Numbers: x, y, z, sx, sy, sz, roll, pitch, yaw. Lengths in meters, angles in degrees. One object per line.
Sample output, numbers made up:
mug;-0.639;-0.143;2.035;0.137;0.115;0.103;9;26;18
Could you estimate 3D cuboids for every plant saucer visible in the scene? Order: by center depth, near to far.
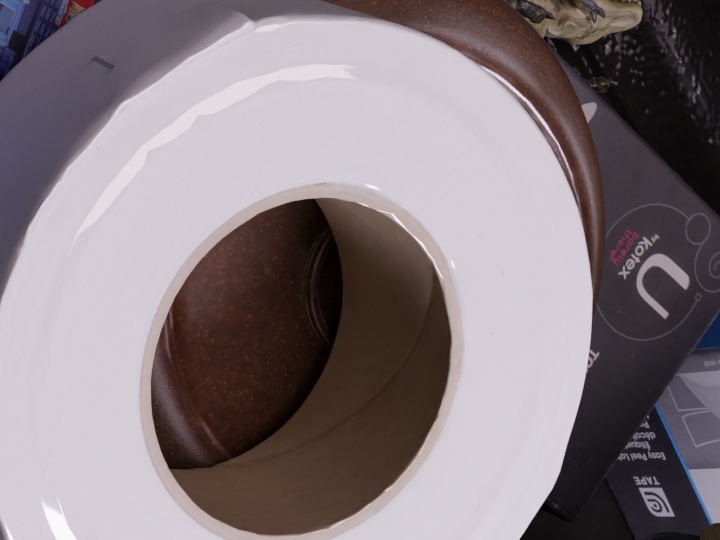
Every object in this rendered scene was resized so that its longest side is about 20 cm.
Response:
plant saucer;0.000;0.000;0.906;0.199;0.034;0.202;-7;105;-26

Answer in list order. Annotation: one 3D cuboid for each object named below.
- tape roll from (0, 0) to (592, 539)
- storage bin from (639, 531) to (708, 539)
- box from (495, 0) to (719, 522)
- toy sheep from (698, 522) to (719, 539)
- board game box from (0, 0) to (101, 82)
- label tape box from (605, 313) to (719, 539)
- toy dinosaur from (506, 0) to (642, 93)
tape roll;-0.032;0.019;0.828;0.201;0.071;0.204;-9;108;-29
storage bin;0.073;0.196;0.984;0.145;0.134;0.202;11;76;-39
box;0.020;-0.025;0.992;0.200;0.106;0.123;42;80;-29
toy sheep;0.166;0.114;0.886;0.138;0.200;0.138;48;15;-18
board game box;-0.136;-0.039;0.838;0.200;0.061;0.201;30;80;-65
label tape box;0.180;0.100;1.106;0.063;0.144;0.201;-38;109;-36
toy dinosaur;0.049;-0.100;1.049;0.199;0.088;0.048;22;110;-48
